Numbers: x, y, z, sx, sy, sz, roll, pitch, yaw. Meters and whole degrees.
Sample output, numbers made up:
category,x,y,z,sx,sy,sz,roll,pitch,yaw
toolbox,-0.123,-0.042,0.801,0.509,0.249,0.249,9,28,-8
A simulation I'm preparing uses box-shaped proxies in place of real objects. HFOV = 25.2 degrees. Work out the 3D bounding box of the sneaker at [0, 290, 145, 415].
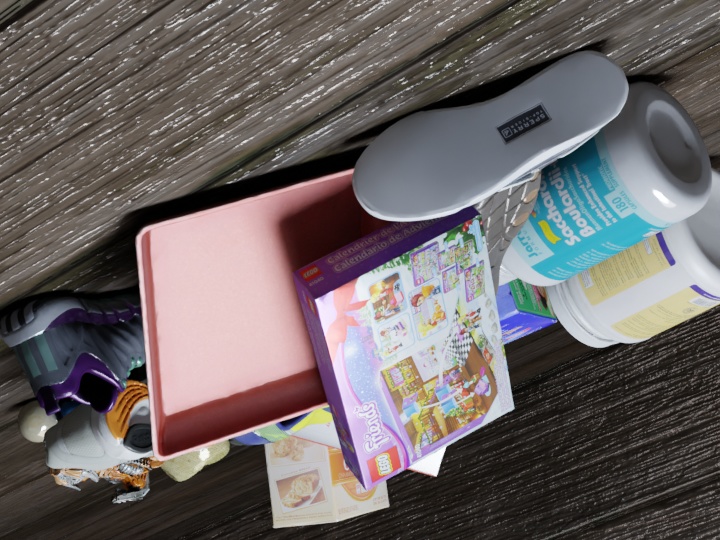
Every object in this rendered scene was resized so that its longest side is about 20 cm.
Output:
category,x,y,z,sx,sy,sz,roll,pitch,yaw
sneaker,-0.195,0.068,1.228,0.074,0.088,0.199,-27,168,28

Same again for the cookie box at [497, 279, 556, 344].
category,x,y,z,sx,sy,sz,roll,pitch,yaw
cookie box,0.094,0.047,1.622,0.170,0.076,0.200,-24,170,14

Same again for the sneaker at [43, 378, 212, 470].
category,x,y,z,sx,sy,sz,roll,pitch,yaw
sneaker,-0.191,0.125,1.323,0.091,0.076,0.200,-20,170,18

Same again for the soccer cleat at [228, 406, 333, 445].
category,x,y,z,sx,sy,sz,roll,pitch,yaw
soccer cleat,-0.030,0.093,1.318,0.083,0.065,0.199,-27,176,42

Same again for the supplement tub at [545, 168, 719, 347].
category,x,y,z,sx,sy,sz,roll,pitch,yaw
supplement tub,0.306,-0.010,1.701,0.145,0.147,0.199,-12,166,-43

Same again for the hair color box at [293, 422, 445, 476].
category,x,y,z,sx,sy,sz,roll,pitch,yaw
hair color box,-0.009,0.112,1.499,0.198,0.102,0.061,17,-167,-8

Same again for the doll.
category,x,y,z,sx,sy,sz,roll,pitch,yaw
doll,-0.230,0.120,1.537,0.198,0.049,0.136,-20,176,-10

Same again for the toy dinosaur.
category,x,y,z,sx,sy,sz,roll,pitch,yaw
toy dinosaur,-0.208,0.136,1.416,0.101,0.137,0.200,-24,169,12

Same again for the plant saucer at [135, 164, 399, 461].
category,x,y,z,sx,sy,sz,roll,pitch,yaw
plant saucer,-0.067,0.021,1.138,0.198,0.037,0.202,-17,128,-23

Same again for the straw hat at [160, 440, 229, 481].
category,x,y,z,sx,sy,sz,roll,pitch,yaw
straw hat,-0.178,0.164,1.616,0.199,0.086,0.201,-20,-172,3

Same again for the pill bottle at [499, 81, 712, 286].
category,x,y,z,sx,sy,sz,roll,pitch,yaw
pill bottle,0.169,-0.058,1.268,0.199,0.112,0.110,-31,166,39

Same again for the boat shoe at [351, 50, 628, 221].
category,x,y,z,sx,sy,sz,roll,pitch,yaw
boat shoe,0.087,-0.085,1.094,0.199,0.072,0.068,-28,169,-7

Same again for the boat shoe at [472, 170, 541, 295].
category,x,y,z,sx,sy,sz,roll,pitch,yaw
boat shoe,0.076,-0.035,1.228,0.075,0.072,0.201,-18,140,-42

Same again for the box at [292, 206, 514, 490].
category,x,y,z,sx,sy,sz,roll,pitch,yaw
box,0.036,0.054,1.178,0.136,0.039,0.201,-27,132,-16

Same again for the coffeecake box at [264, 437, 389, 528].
category,x,y,z,sx,sy,sz,roll,pitch,yaw
coffeecake box,-0.039,0.148,1.620,0.072,0.202,0.153,-9,175,20
